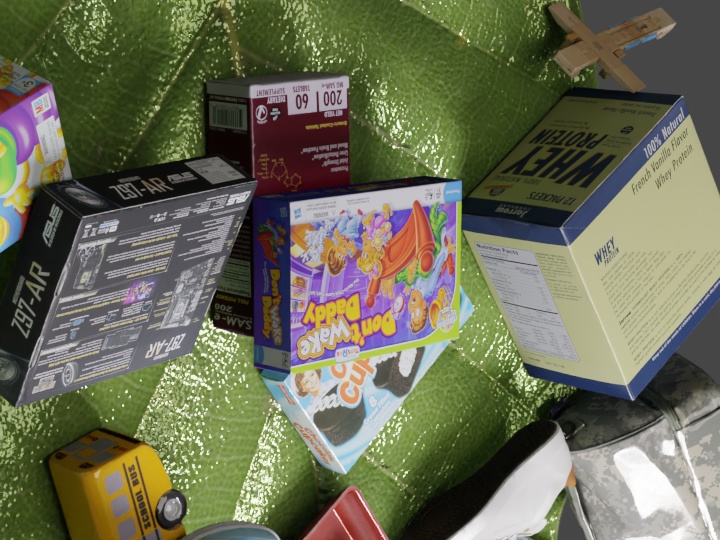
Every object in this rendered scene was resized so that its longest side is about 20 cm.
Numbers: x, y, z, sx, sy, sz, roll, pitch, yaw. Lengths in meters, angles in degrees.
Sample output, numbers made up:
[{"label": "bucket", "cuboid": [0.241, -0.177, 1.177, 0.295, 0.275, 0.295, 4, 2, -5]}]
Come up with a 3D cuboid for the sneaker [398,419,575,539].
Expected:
[{"label": "sneaker", "cuboid": [0.122, 0.227, 1.737, 0.199, 0.073, 0.085, -36, 116, -19]}]

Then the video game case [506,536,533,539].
[{"label": "video game case", "cuboid": [0.159, 0.370, 1.846, 0.181, 0.023, 0.202, 32, 76, -42]}]

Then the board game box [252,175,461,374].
[{"label": "board game box", "cuboid": [0.000, 0.000, 1.542, 0.199, 0.045, 0.136, -10, 104, -45]}]

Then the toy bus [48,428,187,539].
[{"label": "toy bus", "cuboid": [-0.173, 0.224, 1.482, 0.078, 0.065, 0.202, -28, 115, -36]}]

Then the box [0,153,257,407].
[{"label": "box", "cuboid": [-0.173, 0.004, 1.389, 0.199, 0.043, 0.161, -17, 136, -54]}]

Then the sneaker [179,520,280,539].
[{"label": "sneaker", "cuboid": [-0.111, 0.251, 1.412, 0.199, 0.130, 0.080, -21, 109, -36]}]

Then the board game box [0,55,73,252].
[{"label": "board game box", "cuboid": [-0.303, -0.054, 1.274, 0.200, 0.103, 0.106, -38, 140, -32]}]

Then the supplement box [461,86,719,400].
[{"label": "supplement box", "cuboid": [0.225, -0.029, 1.766, 0.200, 0.134, 0.201, -45, 124, -28]}]

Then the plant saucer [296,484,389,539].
[{"label": "plant saucer", "cuboid": [-0.035, 0.318, 1.647, 0.200, 0.037, 0.201, -47, 126, -27]}]

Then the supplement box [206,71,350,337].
[{"label": "supplement box", "cuboid": [-0.064, -0.055, 1.543, 0.108, 0.061, 0.202, -11, 106, -42]}]

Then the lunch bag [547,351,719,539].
[{"label": "lunch bag", "cuboid": [0.277, 0.198, 1.851, 0.167, 0.139, 0.201, -28, 116, -13]}]

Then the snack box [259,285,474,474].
[{"label": "snack box", "cuboid": [0.009, 0.061, 1.645, 0.200, 0.037, 0.117, -50, 126, -25]}]

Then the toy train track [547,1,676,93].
[{"label": "toy train track", "cuboid": [0.237, -0.210, 1.805, 0.199, 0.115, 0.033, -27, 160, -48]}]
